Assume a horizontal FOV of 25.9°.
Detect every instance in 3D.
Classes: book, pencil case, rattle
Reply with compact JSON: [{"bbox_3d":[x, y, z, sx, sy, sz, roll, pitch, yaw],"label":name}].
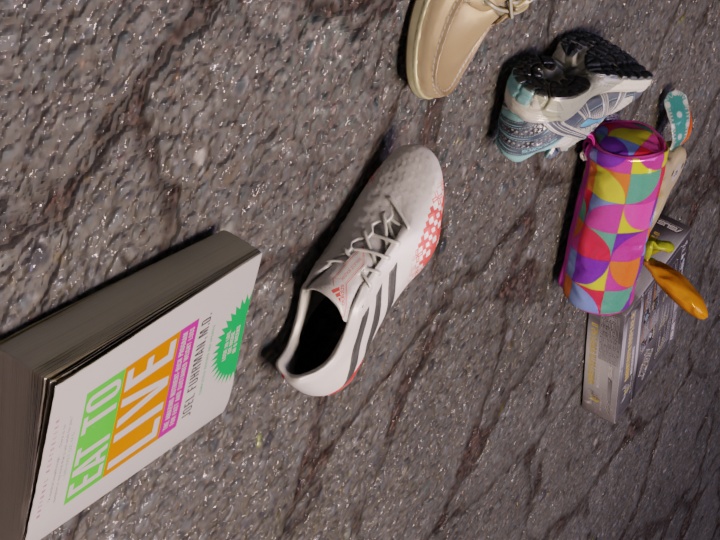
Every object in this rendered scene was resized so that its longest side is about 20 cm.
[{"bbox_3d":[-0.143,0.070,0.954,0.199,0.048,0.135,-34,146,-50],"label":"book"},{"bbox_3d":[0.245,-0.055,1.541,0.088,0.088,0.202,-37,142,-43],"label":"pencil case"},{"bbox_3d":[0.343,-0.076,1.644,0.201,0.142,0.130,-53,142,-13],"label":"rattle"}]

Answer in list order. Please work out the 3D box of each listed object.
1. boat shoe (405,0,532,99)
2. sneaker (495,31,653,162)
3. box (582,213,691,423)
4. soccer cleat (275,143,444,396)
[{"bbox_3d":[0.093,-0.212,1.116,0.072,0.064,0.202,16,99,-64],"label":"boat shoe"},{"bbox_3d":[0.177,-0.147,1.352,0.199,0.077,0.087,-20,143,-47],"label":"sneaker"},{"bbox_3d":[0.320,0.057,1.823,0.159,0.048,0.201,-47,150,-31],"label":"box"},{"bbox_3d":[0.000,0.000,1.134,0.202,0.068,0.085,-62,159,6],"label":"soccer cleat"}]
